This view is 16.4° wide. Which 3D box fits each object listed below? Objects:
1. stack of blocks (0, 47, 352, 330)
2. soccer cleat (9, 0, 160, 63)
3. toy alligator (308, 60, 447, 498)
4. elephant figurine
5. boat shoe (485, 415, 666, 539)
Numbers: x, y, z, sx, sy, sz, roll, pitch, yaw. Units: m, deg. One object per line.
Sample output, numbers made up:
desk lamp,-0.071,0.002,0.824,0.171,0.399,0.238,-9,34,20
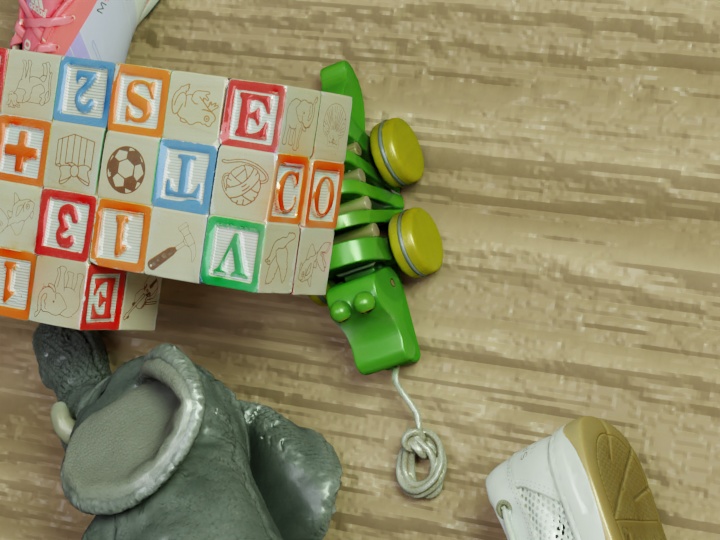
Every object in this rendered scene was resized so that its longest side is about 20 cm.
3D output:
stack of blocks,-0.109,-0.032,1.085,0.199,0.058,0.116,9,93,28
soccer cleat,-0.140,-0.101,1.168,0.068,0.073,0.201,22,94,30
toy alligator,0.000,0.000,1.087,0.059,0.054,0.201,-18,74,26
elephant figurine,-0.082,0.093,1.087,0.154,0.142,0.201,4,66,1
boat shoe,0.099,0.163,1.004,0.069,0.071,0.201,-27,65,27
